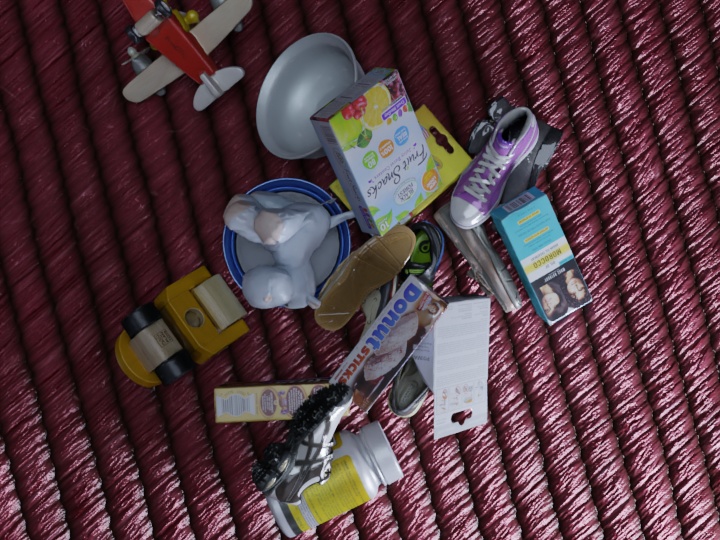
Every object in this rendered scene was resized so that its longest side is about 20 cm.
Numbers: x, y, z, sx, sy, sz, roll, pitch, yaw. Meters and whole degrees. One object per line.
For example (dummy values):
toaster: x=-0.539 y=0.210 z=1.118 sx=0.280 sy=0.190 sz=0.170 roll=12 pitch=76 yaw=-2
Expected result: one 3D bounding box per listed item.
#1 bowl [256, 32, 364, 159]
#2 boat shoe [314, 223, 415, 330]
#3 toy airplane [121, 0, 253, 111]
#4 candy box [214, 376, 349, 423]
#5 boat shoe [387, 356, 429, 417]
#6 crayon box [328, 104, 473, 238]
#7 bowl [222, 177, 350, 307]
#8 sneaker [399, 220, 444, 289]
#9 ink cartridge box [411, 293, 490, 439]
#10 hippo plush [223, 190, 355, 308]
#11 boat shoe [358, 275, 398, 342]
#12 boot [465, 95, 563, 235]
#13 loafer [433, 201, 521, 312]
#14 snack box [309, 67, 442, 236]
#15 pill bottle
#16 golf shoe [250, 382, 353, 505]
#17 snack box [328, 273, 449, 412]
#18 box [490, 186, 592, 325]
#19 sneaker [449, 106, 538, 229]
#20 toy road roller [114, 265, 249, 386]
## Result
bowl: x=-0.058 y=-0.253 z=1.600 sx=0.201 sy=0.090 sz=0.202 roll=-14 pitch=67 yaw=36
boat shoe: x=0.000 y=0.000 z=1.583 sx=0.200 sy=0.069 sz=0.074 roll=-45 pitch=111 yaw=9
toy airplane: x=-0.268 y=-0.350 z=1.609 sx=0.199 sy=0.141 sz=0.200 roll=0 pitch=126 yaw=-10
candy box: x=-0.117 y=0.196 z=1.591 sx=0.199 sy=0.117 sz=0.057 roll=-4 pitch=88 yaw=-1
boat shoe: x=0.102 y=0.137 z=1.623 sx=0.073 sy=0.065 sz=0.201 roll=21 pitch=87 yaw=1
crayon box: x=0.064 y=-0.147 z=1.639 sx=0.200 sy=0.051 sz=0.127 roll=-40 pitch=90 yaw=-2
bowl: x=-0.115 y=-0.043 z=1.637 sx=0.200 sy=0.039 sz=0.202 roll=0 pitch=88 yaw=-1
sneaker: x=0.083 y=0.019 z=1.602 sx=0.071 sy=0.083 sz=0.200 roll=1 pitch=75 yaw=25
ink cartridge box: x=0.137 y=0.141 z=1.584 sx=0.057 sy=0.162 sz=0.201 roll=8 pitch=97 yaw=36
hippo plush: x=-0.122 y=-0.026 z=1.568 sx=0.200 sy=0.159 sz=0.161 roll=-8 pitch=111 yaw=-42
boat shoe: x=0.025 y=0.065 z=1.624 sx=0.062 sy=0.071 sz=0.201 roll=6 pitch=87 yaw=7
boot: x=0.220 y=-0.164 z=1.644 sx=0.131 sy=0.070 sz=0.200 roll=28 pitch=81 yaw=6
loafer: x=0.184 y=-0.020 z=1.636 sx=0.063 sy=0.072 sz=0.201 roll=-28 pitch=83 yaw=15
snack box: x=0.027 y=-0.173 z=1.519 sx=0.142 sy=0.053 sz=0.200 roll=-40 pitch=123 yaw=-24
pill bottle: x=-0.043 y=0.314 z=1.590 sx=0.199 sy=0.114 sz=0.115 roll=-25 pitch=89 yaw=-2
golf shoe: x=-0.066 y=0.252 z=1.509 sx=0.094 sy=0.078 sz=0.200 roll=39 pitch=97 yaw=-21
snack box: x=0.041 y=0.105 z=1.508 sx=0.072 sy=0.024 sz=0.200 roll=38 pitch=99 yaw=8
box: x=0.278 y=-0.021 z=1.602 sx=0.082 sy=0.049 sz=0.200 roll=-30 pitch=114 yaw=-2
sneaker: x=0.193 y=-0.159 z=1.560 sx=0.073 sy=0.114 sz=0.201 roll=31 pitch=89 yaw=12
toy road roller: x=-0.286 y=0.099 z=1.604 sx=0.200 sy=0.146 sz=0.123 roll=-35 pitch=89 yaw=-39
